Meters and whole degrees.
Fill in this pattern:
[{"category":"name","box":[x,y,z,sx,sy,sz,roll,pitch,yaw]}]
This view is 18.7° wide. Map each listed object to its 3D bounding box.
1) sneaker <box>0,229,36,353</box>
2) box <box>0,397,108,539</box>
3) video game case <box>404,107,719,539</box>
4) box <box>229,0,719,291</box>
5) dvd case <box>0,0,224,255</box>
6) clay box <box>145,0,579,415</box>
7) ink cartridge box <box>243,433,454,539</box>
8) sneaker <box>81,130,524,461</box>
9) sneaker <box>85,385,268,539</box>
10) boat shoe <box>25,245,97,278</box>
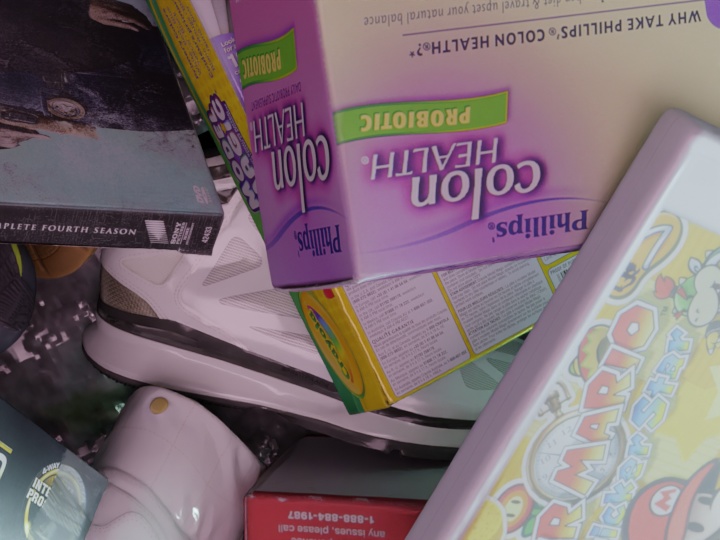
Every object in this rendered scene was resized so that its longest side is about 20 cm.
[{"category":"sneaker","box":[-0.169,0.016,0.796,0.081,0.200,0.074,42,65,-31]},{"category":"box","box":[-0.207,0.041,0.733,0.161,0.199,0.049,50,56,-49]},{"category":"video game case","box":[0.121,0.065,0.730,0.182,0.023,0.200,21,107,-30]},{"category":"box","box":[0.051,-0.104,0.731,0.175,0.097,0.201,-9,90,-19]},{"category":"dvd case","box":[-0.156,-0.065,0.746,0.199,0.146,0.022,2,133,-24]},{"category":"clay box","box":[0.005,-0.063,0.795,0.115,0.048,0.200,-26,91,-22]},{"category":"ink cartridge box","box":[0.037,0.172,0.839,0.146,0.083,0.201,2,103,14]},{"category":"sneaker","box":[0.000,0.000,0.834,0.200,0.076,0.116,11,107,-3]},{"category":"sneaker","box":[-0.067,0.128,0.860,0.073,0.116,0.200,18,149,20]},{"category":"boat shoe","box":[-0.170,-0.067,0.816,0.200,0.069,0.071,30,127,9]}]
